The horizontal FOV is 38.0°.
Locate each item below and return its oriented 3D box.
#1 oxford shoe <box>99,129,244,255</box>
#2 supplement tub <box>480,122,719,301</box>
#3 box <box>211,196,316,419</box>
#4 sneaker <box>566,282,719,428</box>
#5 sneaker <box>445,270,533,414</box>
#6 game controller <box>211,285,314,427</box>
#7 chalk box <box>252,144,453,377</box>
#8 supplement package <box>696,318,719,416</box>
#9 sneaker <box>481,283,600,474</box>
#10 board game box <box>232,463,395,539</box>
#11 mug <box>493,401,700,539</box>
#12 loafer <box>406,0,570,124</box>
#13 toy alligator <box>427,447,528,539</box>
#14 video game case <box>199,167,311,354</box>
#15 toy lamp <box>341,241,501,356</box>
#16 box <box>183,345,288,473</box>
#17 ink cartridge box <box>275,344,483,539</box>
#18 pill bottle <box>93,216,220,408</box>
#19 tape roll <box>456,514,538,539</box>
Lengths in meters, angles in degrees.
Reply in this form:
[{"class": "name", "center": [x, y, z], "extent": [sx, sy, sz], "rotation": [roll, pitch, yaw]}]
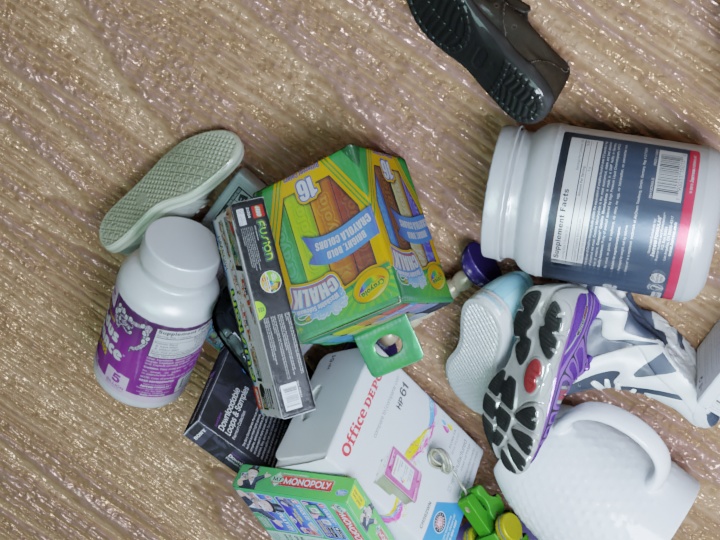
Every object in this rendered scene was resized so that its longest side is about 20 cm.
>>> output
[{"class": "oxford shoe", "center": [-0.196, -0.081, 1.124], "extent": [0.199, 0.076, 0.058], "rotation": [-36, 141, 21]}, {"class": "supplement tub", "center": [0.218, -0.056, 0.948], "extent": [0.198, 0.141, 0.142], "rotation": [11, 117, 13]}, {"class": "box", "center": [-0.095, 0.038, 1.004], "extent": [0.034, 0.110, 0.202], "rotation": [-14, 89, -18]}, {"class": "sneaker", "center": [0.253, 0.100, 1.046], "extent": [0.199, 0.080, 0.130], "rotation": [44, 121, -5]}, {"class": "sneaker", "center": [0.143, 0.076, 1.070], "extent": [0.074, 0.082, 0.201], "rotation": [44, 153, 22]}, {"class": "game controller", "center": [-0.088, 0.104, 1.117], "extent": [0.042, 0.104, 0.201], "rotation": [-32, 107, 10]}, {"class": "chalk box", "center": [0.000, 0.000, 1.012], "extent": [0.124, 0.124, 0.202], "rotation": [-24, 77, 26]}, {"class": "supplement package", "center": [0.410, 0.050, 0.953], "extent": [0.113, 0.110, 0.201], "rotation": [30, 120, 3]}, {"class": "sneaker", "center": [0.180, 0.107, 0.990], "extent": [0.081, 0.083, 0.202], "rotation": [47, 128, 47]}, {"class": "board game box", "center": [-0.031, 0.271, 1.069], "extent": [0.133, 0.029, 0.201], "rotation": [1, 137, 28]}, {"class": "mug", "center": [0.237, 0.207, 1.052], "extent": [0.175, 0.148, 0.201], "rotation": [35, 141, 15]}, {"class": "loafer", "center": [0.115, -0.224, 0.953], "extent": [0.201, 0.071, 0.073], "rotation": [52, 150, 3]}, {"class": "toy alligator", "center": [0.138, 0.261, 1.082], "extent": [0.059, 0.054, 0.201], "rotation": [-33, 87, 40]}, {"class": "video game case", "center": [-0.114, 0.015, 1.159], "extent": [0.182, 0.022, 0.200], "rotation": [40, 119, -3]}, {"class": "toy lamp", "center": [0.057, 0.046, 1.098], "extent": [0.058, 0.058, 0.200], "rotation": [46, 118, -7]}, {"class": "box", "center": [-0.087, 0.179, 1.138], "extent": [0.200, 0.144, 0.036], "rotation": [40, 122, -15]}, {"class": "ink cartridge box", "center": [0.024, 0.196, 1.091], "extent": [0.084, 0.145, 0.200], "rotation": [-19, 126, 44]}, {"class": "pill bottle", "center": [-0.215, 0.044, 1.122], "extent": [0.111, 0.112, 0.201], "rotation": [28, 126, 3]}, {"class": "tape roll", "center": [0.169, 0.368, 1.127], "extent": [0.198, 0.200, 0.086], "rotation": [26, 123, 4]}]
